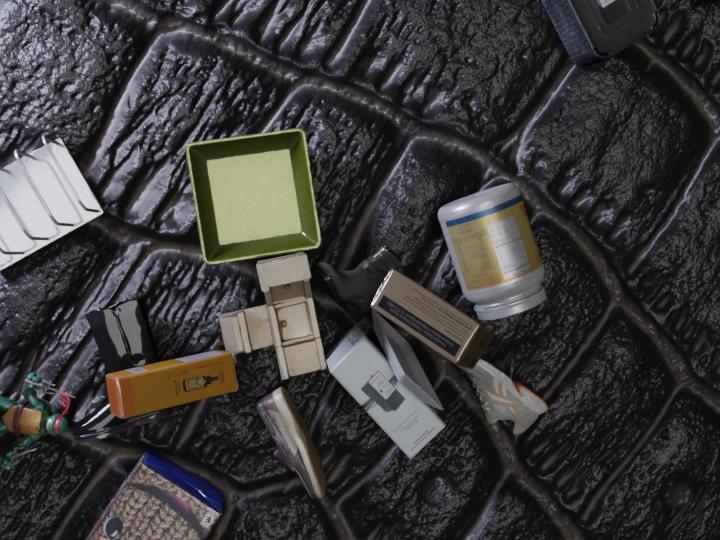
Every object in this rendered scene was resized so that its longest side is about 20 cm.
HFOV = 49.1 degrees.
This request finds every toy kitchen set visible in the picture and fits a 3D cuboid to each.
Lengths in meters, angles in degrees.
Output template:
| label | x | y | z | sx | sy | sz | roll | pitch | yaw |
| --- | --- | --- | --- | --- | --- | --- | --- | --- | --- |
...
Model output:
| label | x | y | z | sx | sy | sz | roll | pitch | yaw |
| --- | --- | --- | --- | --- | --- | --- | --- | --- | --- |
| toy kitchen set | -0.148 | 0.086 | 1.265 | 0.161 | 0.180 | 0.202 | -12 | 93 | -6 |

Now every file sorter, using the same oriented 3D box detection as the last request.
| label | x | y | z | sx | sy | sz | roll | pitch | yaw |
| --- | --- | --- | --- | --- | --- | --- | --- | --- | --- |
| file sorter | -0.533 | -0.103 | 1.228 | 0.199 | 0.125 | 0.140 | -30 | 96 | -5 |

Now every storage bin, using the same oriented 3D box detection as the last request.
| label | x | y | z | sx | sy | sz | roll | pitch | yaw |
| --- | --- | --- | --- | --- | --- | --- | --- | --- | --- |
| storage bin | 0.403 | -0.470 | 1.357 | 0.134 | 0.094 | 0.201 | -30 | 96 | -6 |

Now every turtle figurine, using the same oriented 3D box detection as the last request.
| label | x | y | z | sx | sy | sz | roll | pitch | yaw |
| --- | --- | --- | --- | --- | --- | --- | --- | --- | --- |
| turtle figurine | -0.545 | 0.239 | 1.258 | 0.198 | 0.101 | 0.151 | 5 | 78 | 7 |

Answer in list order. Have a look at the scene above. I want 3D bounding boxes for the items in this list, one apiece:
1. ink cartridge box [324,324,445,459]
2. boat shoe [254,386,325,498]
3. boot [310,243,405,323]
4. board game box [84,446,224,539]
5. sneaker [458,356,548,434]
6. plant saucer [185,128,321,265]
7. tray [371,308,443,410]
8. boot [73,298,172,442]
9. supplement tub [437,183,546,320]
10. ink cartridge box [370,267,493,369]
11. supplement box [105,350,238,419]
| label | x | y | z | sx | sy | sz | roll | pitch | yaw |
| --- | --- | --- | --- | --- | --- | --- | --- | --- | --- |
| ink cartridge box | 0.036 | 0.198 | 1.315 | 0.083 | 0.147 | 0.200 | -42 | 97 | -2 |
| boat shoe | -0.118 | 0.298 | 1.340 | 0.064 | 0.072 | 0.202 | -22 | 99 | 6 |
| boot | 0.000 | 0.000 | 1.292 | 0.131 | 0.200 | 0.068 | -45 | 62 | -2 |
| board game box | -0.345 | 0.426 | 1.297 | 0.159 | 0.097 | 0.201 | 34 | 88 | -8 |
| sneaker | 0.230 | 0.217 | 1.382 | 0.199 | 0.076 | 0.092 | 36 | 92 | -7 |
| plant saucer | -0.176 | -0.123 | 1.316 | 0.198 | 0.048 | 0.202 | -9 | 94 | -7 |
| tray | 0.068 | 0.146 | 1.282 | 0.022 | 0.200 | 0.107 | -42 | 119 | 9 |
| boot | -0.410 | 0.160 | 1.285 | 0.163 | 0.066 | 0.202 | -17 | 101 | -19 |
| supplement tub | 0.225 | -0.032 | 1.330 | 0.143 | 0.145 | 0.202 | -20 | 96 | -6 |
| ink cartridge box | 0.120 | 0.083 | 1.270 | 0.164 | 0.200 | 0.076 | 32 | 90 | 19 |
| supplement box | -0.301 | 0.180 | 1.269 | 0.198 | 0.069 | 0.067 | -9 | 95 | -31 |
